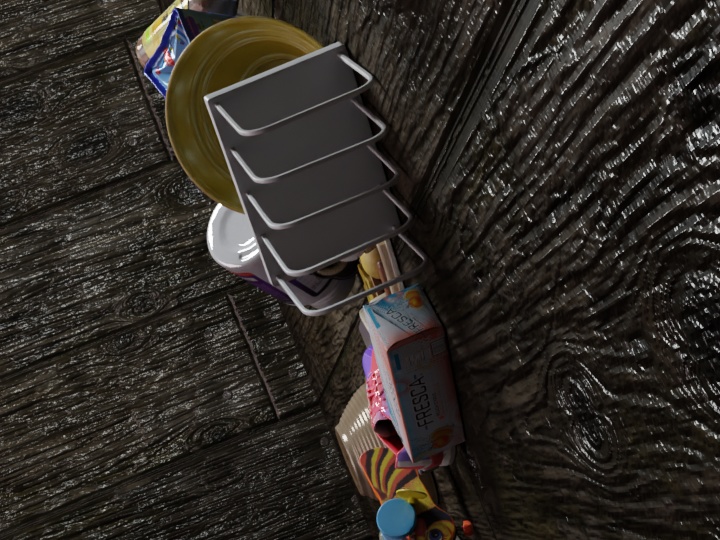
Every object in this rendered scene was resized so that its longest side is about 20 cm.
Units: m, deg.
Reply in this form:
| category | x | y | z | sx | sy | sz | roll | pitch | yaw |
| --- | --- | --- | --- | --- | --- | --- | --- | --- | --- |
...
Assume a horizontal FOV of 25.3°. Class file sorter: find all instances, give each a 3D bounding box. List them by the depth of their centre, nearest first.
| category | x | y | z | sx | sy | sz | roll | pitch | yaw |
| --- | --- | --- | --- | --- | --- | --- | --- | --- | --- |
| file sorter | -0.034 | -0.078 | 1.462 | 0.125 | 0.138 | 0.200 | -131 | 20 | -61 |

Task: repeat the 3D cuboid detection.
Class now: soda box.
| category | x | y | z | sx | sy | sz | roll | pitch | yaw |
| --- | --- | --- | --- | --- | --- | --- | --- | --- | --- |
| soda box | 0.056 | 0.107 | 1.631 | 0.200 | 0.063 | 0.068 | 77 | 169 | -48 |

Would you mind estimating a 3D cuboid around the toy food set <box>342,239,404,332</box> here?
| category | x | y | z | sx | sy | sz | roll | pitch | yaw |
| --- | --- | --- | --- | --- | --- | --- | --- | --- | --- |
| toy food set | 0.000 | 0.000 | 1.748 | 0.144 | 0.060 | 0.200 | -123 | 14 | -58 |

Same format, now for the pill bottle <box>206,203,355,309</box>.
| category | x | y | z | sx | sy | sz | roll | pitch | yaw |
| --- | --- | --- | --- | --- | --- | --- | --- | --- | --- |
| pill bottle | -0.090 | -0.022 | 1.969 | 0.200 | 0.111 | 0.112 | 34 | -155 | -53 |

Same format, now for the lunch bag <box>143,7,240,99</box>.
| category | x | y | z | sx | sy | sz | roll | pitch | yaw |
| --- | --- | --- | --- | --- | --- | --- | --- | --- | --- |
| lunch bag | -0.117 | -0.183 | 1.735 | 0.200 | 0.150 | 0.094 | 56 | 128 | 34 |

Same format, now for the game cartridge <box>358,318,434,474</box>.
| category | x | y | z | sx | sy | sz | roll | pitch | yaw |
| --- | --- | --- | --- | --- | --- | --- | --- | --- | --- |
| game cartridge | 0.051 | 0.142 | 1.914 | 0.130 | 0.038 | 0.201 | 84 | 163 | -80 |

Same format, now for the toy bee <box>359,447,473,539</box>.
| category | x | y | z | sx | sy | sz | roll | pitch | yaw |
| --- | --- | --- | --- | --- | --- | --- | --- | --- | --- |
| toy bee | 0.075 | 0.298 | 1.904 | 0.131 | 0.108 | 0.201 | 110 | 143 | -88 |

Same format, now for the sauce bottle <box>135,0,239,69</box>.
| category | x | y | z | sx | sy | sz | roll | pitch | yaw |
| --- | --- | --- | --- | --- | --- | --- | --- | --- | --- |
| sauce bottle | -0.185 | -0.299 | 1.864 | 0.200 | 0.065 | 0.065 | -36 | 71 | 39 |

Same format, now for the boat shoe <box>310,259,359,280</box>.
| category | x | y | z | sx | sy | sz | roll | pitch | yaw |
| --- | --- | --- | --- | --- | --- | --- | --- | --- | --- |
| boat shoe | -0.042 | -0.021 | 1.854 | 0.065 | 0.072 | 0.200 | 46 | -178 | 27 |

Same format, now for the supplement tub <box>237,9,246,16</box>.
| category | x | y | z | sx | sy | sz | roll | pitch | yaw |
| --- | --- | --- | --- | --- | --- | --- | --- | --- | --- |
| supplement tub | -0.159 | -0.222 | 1.972 | 0.141 | 0.140 | 0.200 | 76 | 170 | -48 |

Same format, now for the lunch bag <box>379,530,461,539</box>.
| category | x | y | z | sx | sy | sz | roll | pitch | yaw |
| --- | --- | --- | --- | --- | --- | --- | --- | --- | --- |
| lunch bag | 0.093 | 0.443 | 2.034 | 0.164 | 0.117 | 0.201 | -137 | 43 | -76 |

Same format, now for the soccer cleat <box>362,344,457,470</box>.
| category | x | y | z | sx | sy | sz | roll | pitch | yaw |
| --- | --- | --- | --- | --- | --- | --- | --- | --- | --- |
| soccer cleat | 0.036 | 0.147 | 1.779 | 0.200 | 0.073 | 0.068 | -125 | 33 | -47 |

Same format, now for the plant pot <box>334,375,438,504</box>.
| category | x | y | z | sx | sy | sz | roll | pitch | yaw |
| --- | --- | --- | --- | --- | --- | --- | --- | --- | --- |
| plant pot | 0.025 | 0.240 | 2.169 | 0.201 | 0.092 | 0.201 | 159 | 90 | -82 |

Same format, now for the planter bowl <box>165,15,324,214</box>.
| category | x | y | z | sx | sy | sz | roll | pitch | yaw |
| --- | --- | --- | --- | --- | --- | --- | --- | --- | --- |
| planter bowl | -0.087 | -0.160 | 1.603 | 0.201 | 0.200 | 0.083 | 70 | -158 | -11 |
